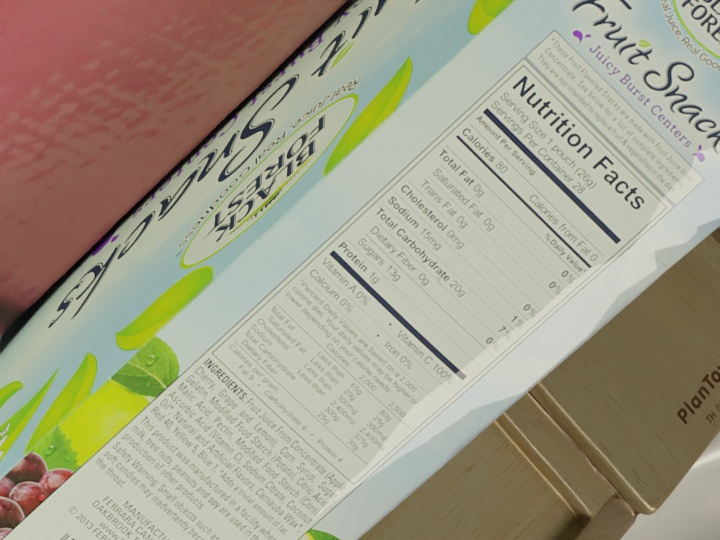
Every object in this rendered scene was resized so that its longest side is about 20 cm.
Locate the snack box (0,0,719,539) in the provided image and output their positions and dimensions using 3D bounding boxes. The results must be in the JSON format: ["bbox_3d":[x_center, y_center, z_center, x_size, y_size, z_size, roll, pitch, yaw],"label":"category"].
[{"bbox_3d":[0.007,-0.022,0.645,0.068,0.169,0.200,41,110,-15],"label":"snack box"}]

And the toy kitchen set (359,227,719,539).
[{"bbox_3d":[0.000,0.000,0.862,0.163,0.180,0.200,49,65,-14],"label":"toy kitchen set"}]

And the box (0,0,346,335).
[{"bbox_3d":[-0.091,-0.083,0.641,0.200,0.128,0.109,-43,142,19],"label":"box"}]

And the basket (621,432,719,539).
[{"bbox_3d":[0.118,0.127,0.906,0.200,0.136,0.123,-30,163,10],"label":"basket"}]
